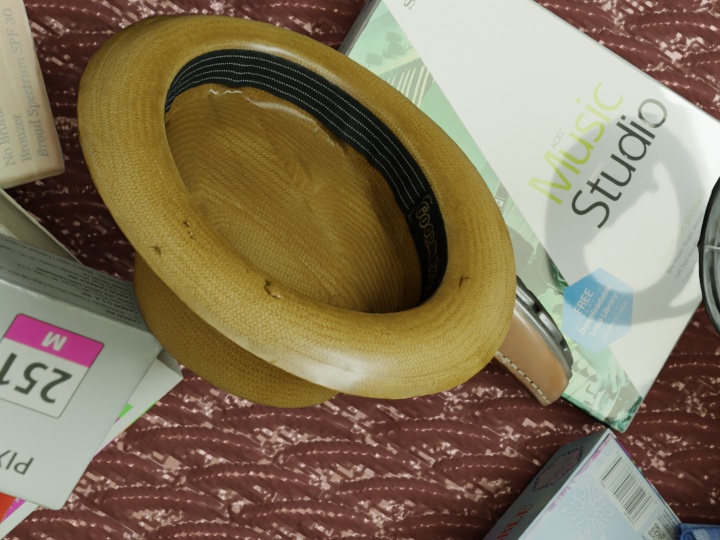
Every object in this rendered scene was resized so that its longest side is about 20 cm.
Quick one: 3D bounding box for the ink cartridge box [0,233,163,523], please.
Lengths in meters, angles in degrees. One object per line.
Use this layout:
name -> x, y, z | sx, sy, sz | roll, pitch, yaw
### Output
ink cartridge box -> -0.204, 0.052, 1.097 | 0.199, 0.044, 0.174 | 21, 114, -28

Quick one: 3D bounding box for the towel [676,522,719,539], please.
towel -> 0.208, 0.210, 1.251 | 0.146, 0.024, 0.201 | 4, 73, -33

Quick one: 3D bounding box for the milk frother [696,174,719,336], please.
milk frother -> 0.223, 0.023, 1.203 | 0.180, 0.188, 0.201 | -31, 91, -17

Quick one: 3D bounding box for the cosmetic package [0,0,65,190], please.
cosmetic package -> -0.233, -0.065, 1.166 | 0.199, 0.087, 0.104 | -17, 98, -10

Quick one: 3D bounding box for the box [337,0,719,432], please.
box -> 0.070, -0.040, 1.254 | 0.199, 0.036, 0.145 | 31, 87, -9

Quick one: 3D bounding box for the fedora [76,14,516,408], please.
fedora -> -0.035, -0.011, 1.100 | 0.200, 0.201, 0.082 | 26, 127, -11

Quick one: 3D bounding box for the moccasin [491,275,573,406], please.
moccasin -> 0.000, 0.000, 1.190 | 0.201, 0.074, 0.078 | 32, 92, -10

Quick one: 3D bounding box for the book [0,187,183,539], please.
book -> -0.189, 0.067, 1.161 | 0.200, 0.048, 0.134 | -40, 124, 8

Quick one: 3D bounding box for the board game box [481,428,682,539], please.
board game box -> 0.106, 0.208, 1.225 | 0.200, 0.041, 0.200 | 52, 52, -9
